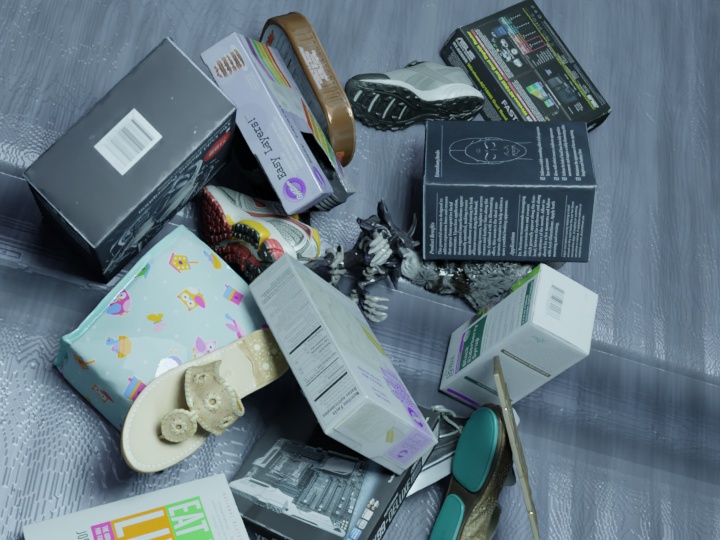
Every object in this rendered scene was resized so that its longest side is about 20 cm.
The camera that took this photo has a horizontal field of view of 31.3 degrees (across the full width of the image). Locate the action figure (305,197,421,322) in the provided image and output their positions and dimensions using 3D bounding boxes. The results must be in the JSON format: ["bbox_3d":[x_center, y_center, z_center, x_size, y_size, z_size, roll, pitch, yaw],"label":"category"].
[{"bbox_3d":[0.000,0.000,1.435,0.198,0.120,0.102,-24,36,-21],"label":"action figure"}]

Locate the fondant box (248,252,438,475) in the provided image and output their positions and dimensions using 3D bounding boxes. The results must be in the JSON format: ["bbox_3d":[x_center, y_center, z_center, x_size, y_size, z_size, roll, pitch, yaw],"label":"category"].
[{"bbox_3d":[-0.018,0.093,1.278,0.144,0.058,0.201,37,17,-50],"label":"fondant box"}]

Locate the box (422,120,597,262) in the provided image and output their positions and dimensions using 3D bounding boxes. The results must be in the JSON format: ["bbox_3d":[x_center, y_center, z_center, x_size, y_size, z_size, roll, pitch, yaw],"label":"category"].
[{"bbox_3d":[0.171,-0.095,1.512,0.196,0.108,0.149,2,35,4],"label":"box"}]

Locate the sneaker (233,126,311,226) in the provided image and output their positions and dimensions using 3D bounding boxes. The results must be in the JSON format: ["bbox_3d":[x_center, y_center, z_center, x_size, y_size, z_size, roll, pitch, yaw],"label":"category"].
[{"bbox_3d":[-0.102,-0.116,1.487,0.105,0.059,0.201,55,11,-36],"label":"sneaker"}]

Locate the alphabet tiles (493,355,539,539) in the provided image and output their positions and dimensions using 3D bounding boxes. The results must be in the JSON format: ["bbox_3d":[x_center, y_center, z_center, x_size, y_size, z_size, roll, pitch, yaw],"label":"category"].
[{"bbox_3d":[0.160,0.177,1.319,0.007,0.200,0.170,-14,91,7],"label":"alphabet tiles"}]

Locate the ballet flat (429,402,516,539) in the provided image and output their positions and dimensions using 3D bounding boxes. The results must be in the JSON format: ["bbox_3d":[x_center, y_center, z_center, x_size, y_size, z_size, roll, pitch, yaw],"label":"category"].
[{"bbox_3d":[0.126,0.233,1.357,0.064,0.203,0.070,8,20,-32],"label":"ballet flat"}]

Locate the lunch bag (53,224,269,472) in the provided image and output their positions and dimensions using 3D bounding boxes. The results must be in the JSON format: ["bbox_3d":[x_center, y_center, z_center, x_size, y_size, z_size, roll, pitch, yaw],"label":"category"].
[{"bbox_3d":[-0.186,0.071,1.311,0.170,0.122,0.200,42,60,0],"label":"lunch bag"}]

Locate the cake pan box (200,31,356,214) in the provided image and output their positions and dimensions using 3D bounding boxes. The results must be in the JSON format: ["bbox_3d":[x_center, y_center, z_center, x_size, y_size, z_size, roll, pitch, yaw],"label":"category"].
[{"bbox_3d":[-0.084,-0.151,1.385,0.202,0.052,0.184,61,13,3],"label":"cake pan box"}]

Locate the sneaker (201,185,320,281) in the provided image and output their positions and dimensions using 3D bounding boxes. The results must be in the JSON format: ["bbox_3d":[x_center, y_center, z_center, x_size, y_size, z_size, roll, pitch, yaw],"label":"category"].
[{"bbox_3d":[-0.113,-0.041,1.390,0.081,0.079,0.199,-15,30,-29],"label":"sneaker"}]

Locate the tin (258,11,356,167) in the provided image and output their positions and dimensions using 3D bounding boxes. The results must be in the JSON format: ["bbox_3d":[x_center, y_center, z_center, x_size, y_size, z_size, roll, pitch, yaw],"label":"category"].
[{"bbox_3d":[-0.066,-0.212,1.528,0.041,0.112,0.202,-15,71,-31],"label":"tin"}]

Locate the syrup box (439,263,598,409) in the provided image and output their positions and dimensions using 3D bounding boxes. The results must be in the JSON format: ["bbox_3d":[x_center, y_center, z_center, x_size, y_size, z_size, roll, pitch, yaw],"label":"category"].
[{"bbox_3d":[0.173,0.082,1.430,0.081,0.200,0.080,27,55,-15],"label":"syrup box"}]

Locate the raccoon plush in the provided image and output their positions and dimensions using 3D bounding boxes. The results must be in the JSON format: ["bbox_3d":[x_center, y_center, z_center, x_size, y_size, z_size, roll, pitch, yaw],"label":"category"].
[{"bbox_3d":[0.155,-0.031,1.556,0.198,0.097,0.135,25,48,-12],"label":"raccoon plush"}]

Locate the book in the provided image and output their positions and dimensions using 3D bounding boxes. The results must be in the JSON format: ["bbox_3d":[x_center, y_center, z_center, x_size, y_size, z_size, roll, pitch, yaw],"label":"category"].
[{"bbox_3d":[-0.203,0.272,1.197,0.197,0.049,0.134,-13,47,-17],"label":"book"}]

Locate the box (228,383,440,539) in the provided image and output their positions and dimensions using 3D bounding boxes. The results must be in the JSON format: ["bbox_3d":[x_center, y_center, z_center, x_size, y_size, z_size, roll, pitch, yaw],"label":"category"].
[{"bbox_3d":[-0.029,0.204,1.316,0.156,0.050,0.201,22,54,20],"label":"box"}]

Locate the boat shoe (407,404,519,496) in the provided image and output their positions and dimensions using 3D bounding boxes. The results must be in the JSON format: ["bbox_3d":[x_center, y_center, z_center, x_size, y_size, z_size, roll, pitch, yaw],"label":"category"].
[{"bbox_3d":[0.089,0.183,1.414,0.197,0.073,0.069,-25,90,-25],"label":"boat shoe"}]

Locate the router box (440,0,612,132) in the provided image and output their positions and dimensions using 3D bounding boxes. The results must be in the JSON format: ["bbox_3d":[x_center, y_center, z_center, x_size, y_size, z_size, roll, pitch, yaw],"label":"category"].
[{"bbox_3d":[0.222,-0.252,1.720,0.149,0.062,0.201,-27,78,-35],"label":"router box"}]

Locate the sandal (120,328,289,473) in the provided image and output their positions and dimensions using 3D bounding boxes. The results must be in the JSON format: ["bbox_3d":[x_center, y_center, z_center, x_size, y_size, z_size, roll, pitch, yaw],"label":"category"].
[{"bbox_3d":[-0.133,0.109,1.210,0.211,0.069,0.078,-34,94,-39],"label":"sandal"}]

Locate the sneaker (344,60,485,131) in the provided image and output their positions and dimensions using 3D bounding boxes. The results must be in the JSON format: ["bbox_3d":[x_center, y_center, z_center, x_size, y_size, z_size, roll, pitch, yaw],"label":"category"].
[{"bbox_3d":[0.062,-0.228,1.631,0.198,0.074,0.080,-2,55,-34],"label":"sneaker"}]

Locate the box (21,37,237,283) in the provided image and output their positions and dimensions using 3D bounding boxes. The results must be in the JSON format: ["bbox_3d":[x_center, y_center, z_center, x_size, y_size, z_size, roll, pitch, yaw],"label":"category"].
[{"bbox_3d":[-0.229,-0.107,1.311,0.104,0.182,0.200,44,77,1],"label":"box"}]
